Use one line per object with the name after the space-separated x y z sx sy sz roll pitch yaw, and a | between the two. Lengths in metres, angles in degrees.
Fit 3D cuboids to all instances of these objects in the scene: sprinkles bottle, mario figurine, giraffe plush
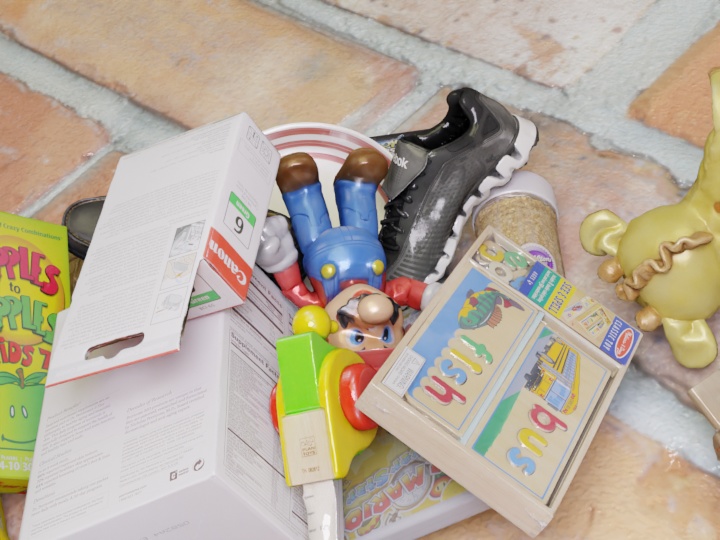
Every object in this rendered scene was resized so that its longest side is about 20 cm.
0.122 0.015 0.948 0.068 0.068 0.200 -10 46 11 | sprinkles bottle
0.000 0.000 0.872 0.123 0.106 0.200 -23 61 17 | mario figurine
0.255 -0.021 0.889 0.162 0.200 0.173 -45 45 17 | giraffe plush

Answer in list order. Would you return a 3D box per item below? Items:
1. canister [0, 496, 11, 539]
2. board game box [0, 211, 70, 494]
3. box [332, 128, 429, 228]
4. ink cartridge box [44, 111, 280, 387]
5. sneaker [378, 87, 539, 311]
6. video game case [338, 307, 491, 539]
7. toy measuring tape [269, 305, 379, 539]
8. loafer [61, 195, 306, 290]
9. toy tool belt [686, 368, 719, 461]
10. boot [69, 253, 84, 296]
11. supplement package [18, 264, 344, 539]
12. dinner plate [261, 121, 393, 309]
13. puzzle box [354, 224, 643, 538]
-0.339 0.177 0.950 0.148 0.087 0.200 -24 43 -5 | canister
-0.263 0.058 0.925 0.048 0.101 0.200 -23 66 37 | board game box
-0.032 -0.063 1.102 0.200 0.035 0.110 -6 46 15 | box
-0.123 -0.005 0.821 0.109 0.050 0.200 -16 44 27 | ink cartridge box
0.045 -0.056 0.961 0.200 0.090 0.066 -53 32 -1 | sneaker
0.027 0.105 0.881 0.200 0.023 0.182 -28 40 24 | video game case
-0.014 0.120 0.789 0.073 0.074 0.200 -10 79 11 | toy measuring tape
-0.137 -0.034 0.984 0.200 0.072 0.073 4 67 3 | loafer
0.310 0.092 0.769 0.200 0.125 0.123 -14 53 6 | toy tool belt
-0.191 0.044 1.027 0.175 0.066 0.200 -33 39 21 | boot
-0.112 0.116 0.856 0.152 0.151 0.200 -24 42 20 | supplement package
-0.044 -0.023 1.028 0.200 0.024 0.201 -1 76 5 | dinner plate
0.095 0.062 0.807 0.133 0.025 0.200 36 40 3 | puzzle box
